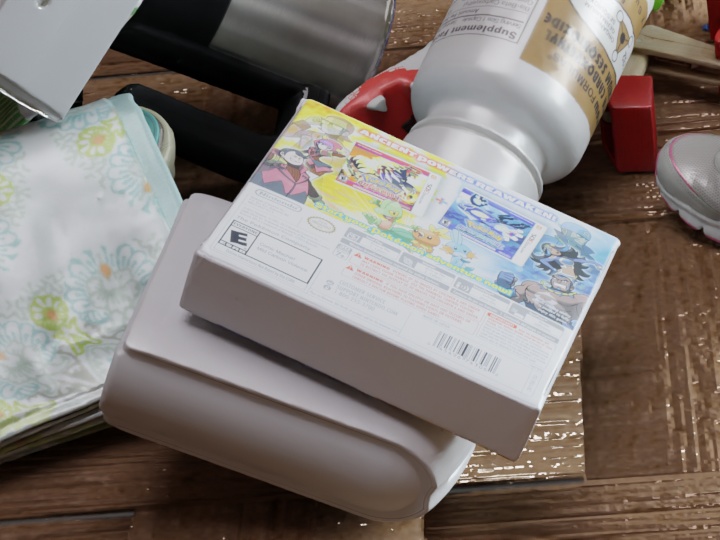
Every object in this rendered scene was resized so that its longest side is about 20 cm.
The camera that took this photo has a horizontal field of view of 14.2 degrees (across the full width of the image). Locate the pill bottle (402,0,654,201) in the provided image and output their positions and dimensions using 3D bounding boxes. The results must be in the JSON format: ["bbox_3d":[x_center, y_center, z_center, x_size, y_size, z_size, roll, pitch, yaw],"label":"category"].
[{"bbox_3d":[0.095,-0.116,1.771,0.114,0.114,0.200,12,60,27],"label":"pill bottle"}]

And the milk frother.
[{"bbox_3d":[-0.108,-0.147,1.899,0.188,0.181,0.200,20,-7,-20],"label":"milk frother"}]

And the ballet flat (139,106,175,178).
[{"bbox_3d":[-0.163,-0.007,1.736,0.069,0.070,0.200,12,59,27],"label":"ballet flat"}]

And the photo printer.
[{"bbox_3d":[-0.027,0.050,1.576,0.199,0.070,0.167,20,37,0],"label":"photo printer"}]

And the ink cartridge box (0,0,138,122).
[{"bbox_3d":[-0.215,-0.190,1.739,0.200,0.083,0.146,30,87,51],"label":"ink cartridge box"}]

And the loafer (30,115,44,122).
[{"bbox_3d":[-0.225,-0.033,1.786,0.068,0.071,0.201,-8,31,17],"label":"loafer"}]

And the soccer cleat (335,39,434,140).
[{"bbox_3d":[0.053,-0.117,1.873,0.200,0.069,0.085,-24,28,-30],"label":"soccer cleat"}]

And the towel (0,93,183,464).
[{"bbox_3d":[-0.177,0.004,1.665,0.171,0.048,0.201,-18,66,-15],"label":"towel"}]

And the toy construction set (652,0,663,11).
[{"bbox_3d":[0.177,-0.215,1.918,0.092,0.132,0.200,27,5,10],"label":"toy construction set"}]

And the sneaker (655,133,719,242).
[{"bbox_3d":[0.270,-0.063,1.717,0.199,0.089,0.081,9,36,25],"label":"sneaker"}]

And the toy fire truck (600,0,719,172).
[{"bbox_3d":[0.223,-0.139,1.881,0.140,0.049,0.200,-6,32,6],"label":"toy fire truck"}]

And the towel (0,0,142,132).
[{"bbox_3d":[-0.220,-0.146,1.798,0.200,0.023,0.153,-40,43,17],"label":"towel"}]

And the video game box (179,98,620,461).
[{"bbox_3d":[0.024,0.001,1.566,0.199,0.047,0.182,25,37,6],"label":"video game box"}]
